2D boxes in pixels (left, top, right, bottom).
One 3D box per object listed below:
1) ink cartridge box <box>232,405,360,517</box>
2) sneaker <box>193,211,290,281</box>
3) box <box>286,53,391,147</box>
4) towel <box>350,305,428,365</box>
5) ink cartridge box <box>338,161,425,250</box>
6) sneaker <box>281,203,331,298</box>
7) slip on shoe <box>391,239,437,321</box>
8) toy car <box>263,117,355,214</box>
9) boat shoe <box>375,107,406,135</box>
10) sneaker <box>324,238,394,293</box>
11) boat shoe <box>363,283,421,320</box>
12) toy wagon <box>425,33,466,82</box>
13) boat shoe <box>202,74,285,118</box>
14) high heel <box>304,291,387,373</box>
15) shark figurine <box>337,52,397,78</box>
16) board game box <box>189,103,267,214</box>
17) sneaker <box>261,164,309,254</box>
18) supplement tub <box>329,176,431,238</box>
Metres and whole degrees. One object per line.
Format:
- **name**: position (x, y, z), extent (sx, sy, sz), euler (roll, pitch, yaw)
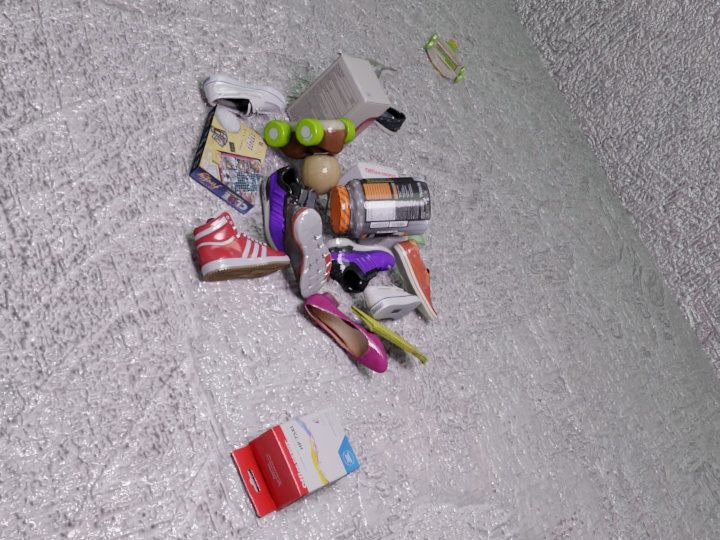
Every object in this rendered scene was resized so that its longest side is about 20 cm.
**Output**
- **ink cartridge box**: position (-0.101, 0.305, 1.359), extent (0.198, 0.067, 0.118), euler (-10, 69, -54)
- **sneaker**: position (-0.215, -0.046, 1.520), extent (0.198, 0.071, 0.114), euler (-4, 67, -50)
- **box**: position (-0.050, -0.366, 1.887), extent (0.108, 0.199, 0.130), euler (-6, 65, -54)
- **towel**: position (0.058, 0.132, 1.693), extent (0.199, 0.018, 0.086), euler (36, 1, -45)
- **ink cartridge box**: position (0.046, -0.132, 1.910), extent (0.143, 0.083, 0.203), euler (4, 59, -49)
- **sneaker**: position (-0.109, -0.042, 1.592), extent (0.076, 0.203, 0.081), euler (-29, 44, -33)
- **slip on shoe**: position (0.131, 0.022, 1.854), extent (0.060, 0.074, 0.203), euler (-29, 110, -15)
- **toy car**: position (-0.101, -0.216, 1.775), extent (0.163, 0.155, 0.205), euler (-17, 107, -59)
- **boat shoe**: position (0.040, -0.422, 2.172), extent (0.198, 0.066, 0.076), euler (31, 40, -32)
- **sneaker**: position (-0.001, 0.000, 1.749), extent (0.198, 0.069, 0.102), euler (9, 63, -46)
- **boat shoe**: position (0.063, 0.061, 1.767), extent (0.066, 0.072, 0.199), euler (57, 25, 16)
- **toy wagon**: position (0.281, -0.699, 2.743), extent (0.155, 0.039, 0.201), euler (46, 34, -14)
- **boat shoe**: position (-0.240, -0.350, 1.764), extent (0.197, 0.073, 0.067), euler (5, 61, -38)
- **high heel**: position (-0.031, 0.126, 1.603), extent (0.200, 0.068, 0.096), euler (44, 22, 11)
- **shark figurine**: position (0.013, -0.507, 2.211), extent (0.126, 0.091, 0.214), euler (24, 21, 15)
- **board game box**: position (-0.255, -0.221, 1.654), extent (0.135, 0.034, 0.203), euler (36, 38, -27)
- **sneaker**: position (-0.138, -0.120, 1.650), extent (0.069, 0.099, 0.204), euler (13, 55, -45)
- **supplement tub**: position (0.041, -0.131, 1.759), extent (0.195, 0.123, 0.125), euler (-3, 57, -15)
